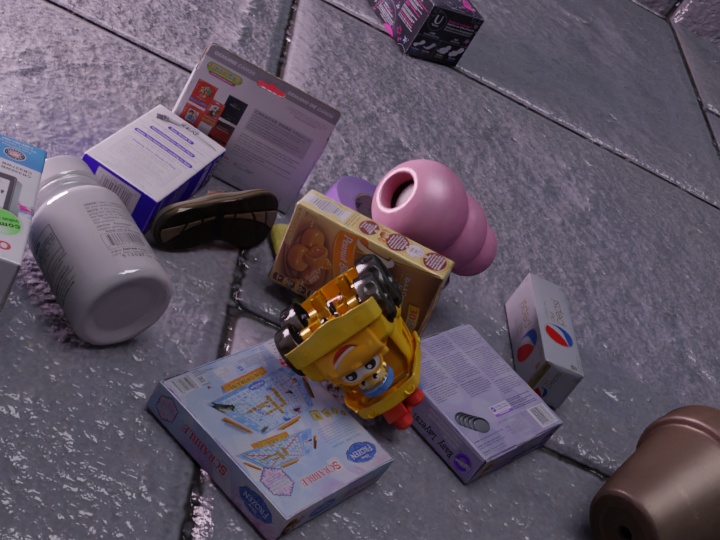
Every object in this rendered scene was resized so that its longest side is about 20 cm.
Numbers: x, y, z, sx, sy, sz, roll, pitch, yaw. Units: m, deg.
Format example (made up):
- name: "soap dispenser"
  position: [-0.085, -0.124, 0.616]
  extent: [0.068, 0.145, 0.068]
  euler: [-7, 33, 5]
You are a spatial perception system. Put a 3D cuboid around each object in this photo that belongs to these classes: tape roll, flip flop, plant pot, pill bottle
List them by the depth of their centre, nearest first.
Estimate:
- name: "pill bottle"
  position: [-0.295, -0.027, 1.429]
  extent: [0.114, 0.114, 0.200]
  euler: [-1, 45, -44]
- name: "plant pot"
  position: [0.374, 0.282, 1.574]
  extent: [0.175, 0.200, 0.200]
  euler: [-22, 59, -34]
- name: "flip flop"
  position: [-0.182, -0.069, 1.646]
  extent: [0.200, 0.081, 0.058]
  euler: [-10, 36, -42]
- name: "tape roll"
  position: [0.024, -0.031, 1.741]
  extent: [0.200, 0.066, 0.200]
  euler: [37, 24, -20]

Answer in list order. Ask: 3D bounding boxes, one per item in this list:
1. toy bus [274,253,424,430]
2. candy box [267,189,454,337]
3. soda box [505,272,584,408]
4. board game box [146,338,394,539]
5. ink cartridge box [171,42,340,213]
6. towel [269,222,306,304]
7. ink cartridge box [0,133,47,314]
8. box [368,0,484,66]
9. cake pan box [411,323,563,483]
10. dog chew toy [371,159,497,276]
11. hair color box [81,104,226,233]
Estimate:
- name: "toy bus"
  position: [0.008, 0.100, 1.487]
  extent: [0.192, 0.136, 0.200]
  euler: [57, 8, -9]
- name: "candy box"
  position: [0.000, 0.000, 1.602]
  extent: [0.200, 0.115, 0.055]
  euler: [28, 30, 9]
- name: "soda box"
  position: [0.251, 0.094, 1.813]
  extent: [0.064, 0.068, 0.200]
  euler: [23, 32, -17]
- name: "board game box"
  position: [-0.093, 0.173, 1.406]
  extent: [0.200, 0.041, 0.200]
  euler: [45, 32, 19]
- name: "ink cartridge box"
  position: [-0.142, -0.204, 1.764]
  extent: [0.200, 0.176, 0.084]
  euler: [28, 31, -10]
- name: "towel"
  position: [-0.038, 0.015, 1.700]
  extent: [0.144, 0.023, 0.200]
  euler: [15, 35, -29]
- name: "ink cartridge box"
  position: [-0.412, -0.036, 1.301]
  extent: [0.147, 0.146, 0.200]
  euler: [21, 33, -20]
- name: "box"
  position: [0.120, -0.496, 2.481]
  extent: [0.132, 0.115, 0.200]
  euler: [7, 40, -36]
- name: "cake pan box"
  position: [0.135, 0.158, 1.634]
  extent: [0.184, 0.052, 0.200]
  euler: [48, 34, 19]
- name: "dog chew toy"
  position: [0.105, -0.057, 1.695]
  extent: [0.200, 0.125, 0.125]
  euler: [35, 23, -43]
- name: "hair color box"
  position: [-0.264, -0.128, 1.654]
  extent: [0.109, 0.065, 0.200]
  euler: [35, 32, 3]
